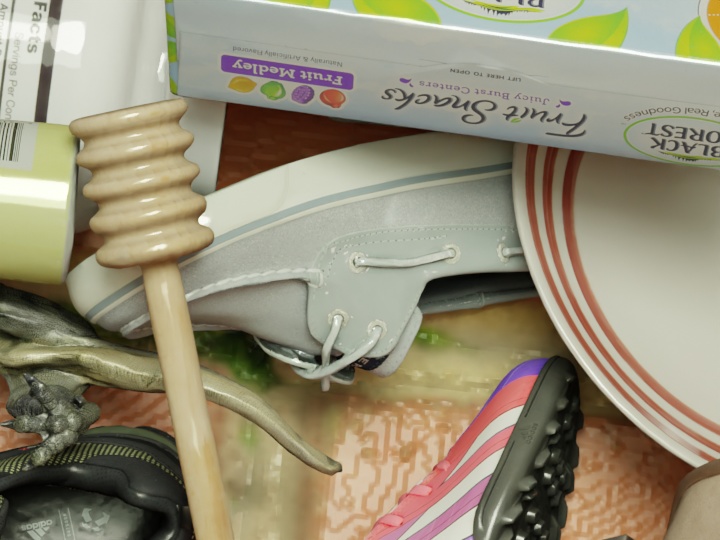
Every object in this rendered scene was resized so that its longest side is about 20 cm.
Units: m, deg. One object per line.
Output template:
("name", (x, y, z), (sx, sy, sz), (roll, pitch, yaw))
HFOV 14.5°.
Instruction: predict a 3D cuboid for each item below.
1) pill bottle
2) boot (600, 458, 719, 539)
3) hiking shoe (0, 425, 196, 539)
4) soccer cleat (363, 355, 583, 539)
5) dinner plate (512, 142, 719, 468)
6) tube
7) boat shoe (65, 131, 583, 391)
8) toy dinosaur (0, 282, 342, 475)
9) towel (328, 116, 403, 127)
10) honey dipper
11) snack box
("pill bottle", (-0.143, -0.074, 0.952), (0.199, 0.112, 0.113), (8, 76, -3))
("boot", (0.109, 0.143, 0.891), (0.070, 0.200, 0.147), (27, 56, -25))
("hiking shoe", (-0.145, 0.092, 0.913), (0.199, 0.101, 0.076), (-17, 89, -8))
("soccer cleat", (0.013, 0.110, 0.947), (0.073, 0.068, 0.200), (19, 71, 22))
("dinner plate", (0.139, -0.005, 0.976), (0.200, 0.024, 0.201), (11, 58, -19))
("tube", (-0.188, -0.030, 0.880), (0.199, 0.058, 0.052), (6, 58, -6))
("boat shoe", (0.000, 0.000, 0.943), (0.200, 0.070, 0.072), (-15, 79, -31))
("toy dinosaur", (-0.108, 0.029, 0.921), (0.199, 0.088, 0.048), (19, 99, 18))
("towel", (0.073, -0.123, 0.980), (0.199, 0.048, 0.172), (1, 51, -4))
("honey dipper", (-0.053, 0.049, 0.870), (0.038, 0.038, 0.201), (-11, 95, -7))
("snack box", (0.047, -0.108, 0.901), (0.199, 0.053, 0.143), (8, 52, 3))
